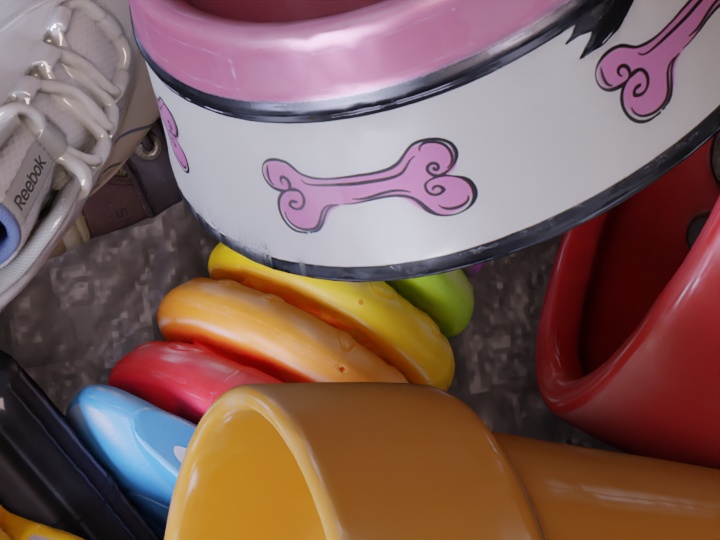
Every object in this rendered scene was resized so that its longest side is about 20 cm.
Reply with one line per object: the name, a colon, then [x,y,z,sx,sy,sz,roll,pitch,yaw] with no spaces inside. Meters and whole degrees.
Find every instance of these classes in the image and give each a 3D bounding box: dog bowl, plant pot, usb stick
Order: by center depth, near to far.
plant pot: [0.057,0.127,0.761,0.183,0.200,0.201,-2,91,-19]
dog bowl: [0.022,-0.094,0.773,0.200,0.200,0.074,-31,127,-1]
plant pot: [0.174,-0.014,0.849,0.182,0.200,0.201,22,90,-8]
usb stick: [-0.071,0.101,0.881,0.033,0.055,0.200,-49,118,-25]

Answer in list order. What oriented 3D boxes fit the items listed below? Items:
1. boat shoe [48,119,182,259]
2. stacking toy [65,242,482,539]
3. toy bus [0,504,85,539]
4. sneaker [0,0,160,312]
boat shoe: [-0.104,-0.106,0.903,0.065,0.072,0.201,-16,93,-8]
stacking toy: [0.000,0.000,0.902,0.116,0.110,0.200,30,75,-3]
toy bus: [-0.097,0.134,0.855,0.065,0.078,0.200,-52,135,-29]
sneaker: [-0.098,-0.033,0.821,0.074,0.087,0.200,41,70,-21]
